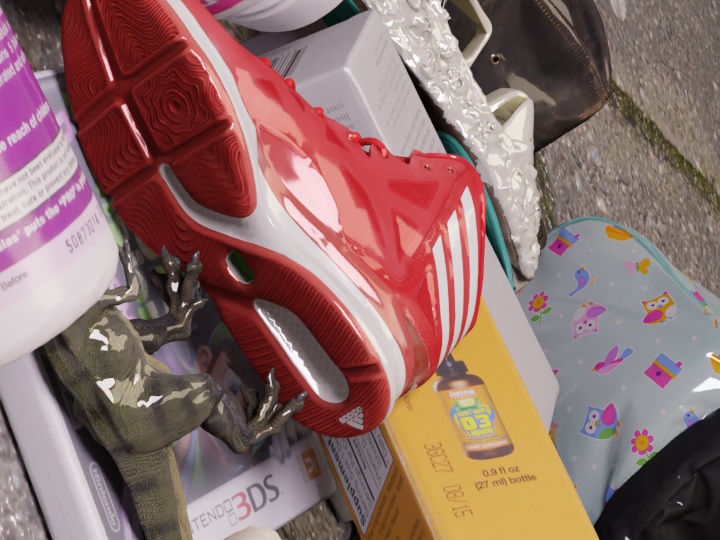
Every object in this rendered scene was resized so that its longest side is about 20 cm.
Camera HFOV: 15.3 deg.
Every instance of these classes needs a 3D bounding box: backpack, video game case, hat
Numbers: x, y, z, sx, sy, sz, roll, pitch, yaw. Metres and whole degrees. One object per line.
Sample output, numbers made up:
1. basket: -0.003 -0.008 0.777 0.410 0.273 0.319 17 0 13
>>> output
1. backpack: 0.147 0.067 1.381 0.200 0.167 0.127 54 -1 45
2. video game case: -0.086 0.018 1.026 0.182 0.023 0.200 -25 95 -64
3. hat: 0.074 -0.113 1.311 0.201 0.081 0.201 53 24 -35

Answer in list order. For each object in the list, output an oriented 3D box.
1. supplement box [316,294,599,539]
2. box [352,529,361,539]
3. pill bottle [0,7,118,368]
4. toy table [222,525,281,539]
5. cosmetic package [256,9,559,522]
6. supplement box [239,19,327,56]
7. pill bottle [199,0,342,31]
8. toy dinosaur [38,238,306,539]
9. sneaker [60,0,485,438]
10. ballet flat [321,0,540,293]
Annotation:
1. supplement box: 0.041 0.095 1.034 0.069 0.066 0.200 110 -34 -47
2. box: 0.065 0.169 1.262 0.200 0.043 0.160 62 23 -22
3. pill bottle: -0.162 -0.064 0.808 0.200 0.112 0.112 65 22 -16
4. toy table: -0.050 0.181 0.871 0.200 0.117 0.184 64 22 -19
5. cosmetic package: 0.000 0.000 1.168 0.200 0.101 0.071 64 21 -19
6. supplement box: 0.017 -0.055 1.312 0.200 0.061 0.109 12 60 -67
7. pill bottle: -0.084 -0.162 1.047 0.200 0.113 0.114 15 58 -54
8. toy dinosaur: -0.071 0.043 0.967 0.088 0.047 0.200 -38 108 -47
9. sneaker: -0.027 -0.041 1.028 0.115 0.078 0.200 -34 96 -49
10. ballet flat: 0.041 -0.081 1.197 0.200 0.072 0.072 61 23 -19
